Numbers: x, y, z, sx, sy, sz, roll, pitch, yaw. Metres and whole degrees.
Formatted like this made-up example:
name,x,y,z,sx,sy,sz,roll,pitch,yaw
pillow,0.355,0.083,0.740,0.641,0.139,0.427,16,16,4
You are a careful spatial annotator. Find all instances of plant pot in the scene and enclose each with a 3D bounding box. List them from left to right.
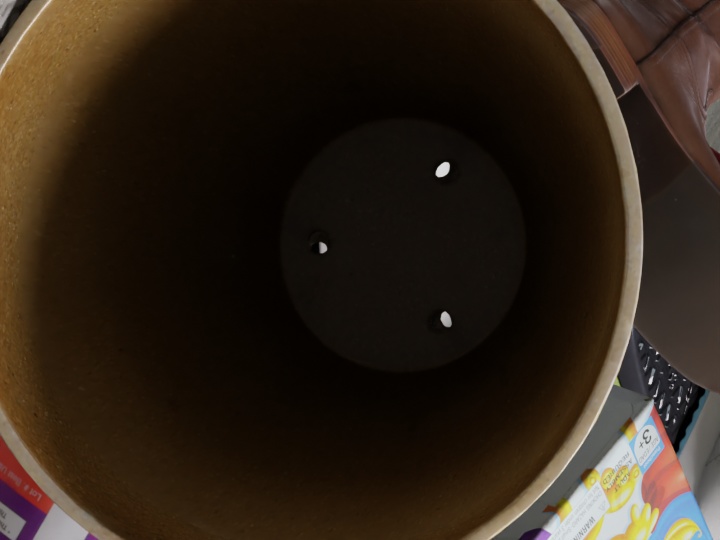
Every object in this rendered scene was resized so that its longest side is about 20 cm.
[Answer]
name,x,y,z,sx,sy,sz,roll,pitch,yaw
plant pot,-0.003,-0.007,0.582,0.187,0.186,0.200,-60,171,5

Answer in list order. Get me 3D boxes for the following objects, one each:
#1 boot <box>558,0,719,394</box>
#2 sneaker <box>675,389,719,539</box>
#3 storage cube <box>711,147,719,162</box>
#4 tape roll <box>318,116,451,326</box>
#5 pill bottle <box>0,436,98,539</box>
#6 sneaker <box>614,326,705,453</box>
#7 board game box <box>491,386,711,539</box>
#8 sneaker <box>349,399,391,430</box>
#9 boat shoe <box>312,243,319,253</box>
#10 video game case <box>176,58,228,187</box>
name,x,y,z,sx,sy,sz,roll,pitch,yaw
boot,0.153,-0.067,0.805,0.064,0.187,0.200,-21,-168,35
sneaker,0.209,0.053,0.888,0.076,0.080,0.201,32,77,-65
storage cube,0.111,-0.006,1.005,0.180,0.200,0.171,-55,169,12
tape roll,0.046,-0.067,0.781,0.203,0.037,0.204,-51,152,-41
pill bottle,-0.117,0.137,0.623,0.201,0.112,0.112,-59,168,2
sneaker,0.106,0.040,0.864,0.072,0.082,0.201,-54,147,-33
board game box,0.090,0.146,0.828,0.103,0.105,0.201,-46,128,-23
sneaker,-0.029,0.080,0.722,0.081,0.200,0.075,-51,125,-5
boat shoe,0.000,0.001,0.871,0.200,0.066,0.075,-53,165,-27
video game case,-0.012,-0.099,0.701,0.200,0.018,0.144,-38,156,-59
